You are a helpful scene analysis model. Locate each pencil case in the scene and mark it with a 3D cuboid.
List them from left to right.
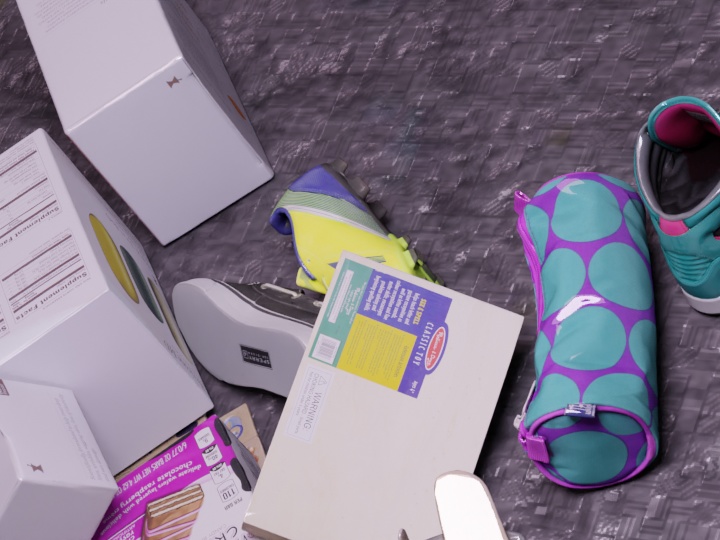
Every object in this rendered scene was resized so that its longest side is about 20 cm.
[{"bbox_3d":[0.145,0.036,1.535,0.092,0.085,0.201,3,52,0],"label":"pencil case"}]

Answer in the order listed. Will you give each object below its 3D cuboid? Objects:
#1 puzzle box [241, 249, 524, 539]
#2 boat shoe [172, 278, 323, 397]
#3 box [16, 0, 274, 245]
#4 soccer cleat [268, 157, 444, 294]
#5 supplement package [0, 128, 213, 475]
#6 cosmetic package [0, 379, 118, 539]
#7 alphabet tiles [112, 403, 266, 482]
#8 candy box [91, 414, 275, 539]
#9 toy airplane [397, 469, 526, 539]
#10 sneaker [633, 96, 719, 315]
[{"bbox_3d":[0.017,0.099,1.547,0.132,0.025,0.201,20,70,1],"label":"puzzle box"},{"bbox_3d":[-0.061,0.045,1.681,0.063,0.071,0.199,-23,27,-31],"label":"boat shoe"},{"bbox_3d":[-0.171,-0.149,1.834,0.106,0.152,0.201,-31,45,6],"label":"box"},{"bbox_3d":[0.000,0.000,1.670,0.084,0.065,0.200,-39,45,1],"label":"soccer cleat"},{"bbox_3d":[-0.229,0.037,1.722,0.150,0.152,0.200,-34,43,4],"label":"supplement package"},{"bbox_3d":[-0.252,0.185,1.614,0.201,0.081,0.113,-58,40,24],"label":"cosmetic package"},{"bbox_3d":[-0.132,0.182,1.655,0.166,0.006,0.201,-31,45,8],"label":"alphabet tiles"},{"bbox_3d":[-0.107,0.211,1.568,0.136,0.061,0.200,-35,45,4],"label":"candy box"},{"bbox_3d":[0.082,0.243,1.398,0.198,0.141,0.201,32,62,5],"label":"toy airplane"},{"bbox_3d":[0.238,-0.086,1.546,0.083,0.121,0.201,4,58,34],"label":"sneaker"}]
